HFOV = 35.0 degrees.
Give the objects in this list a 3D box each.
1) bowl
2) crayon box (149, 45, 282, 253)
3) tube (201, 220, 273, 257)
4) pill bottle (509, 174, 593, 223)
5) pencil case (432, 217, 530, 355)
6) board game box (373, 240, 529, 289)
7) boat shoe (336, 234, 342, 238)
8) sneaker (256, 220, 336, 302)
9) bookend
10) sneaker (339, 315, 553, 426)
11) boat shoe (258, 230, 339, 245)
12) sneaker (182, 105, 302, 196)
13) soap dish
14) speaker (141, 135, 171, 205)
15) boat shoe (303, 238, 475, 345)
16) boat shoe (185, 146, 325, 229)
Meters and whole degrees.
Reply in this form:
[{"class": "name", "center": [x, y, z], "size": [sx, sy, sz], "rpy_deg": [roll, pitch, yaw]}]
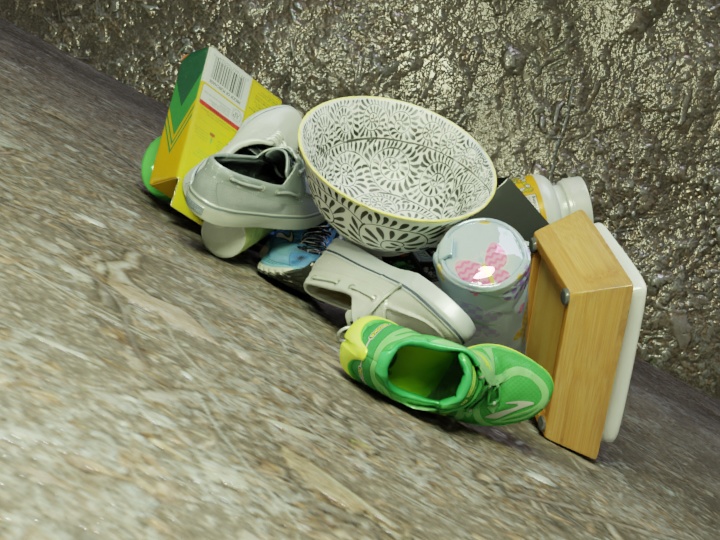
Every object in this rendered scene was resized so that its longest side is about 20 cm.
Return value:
[{"class": "bowl", "center": [0.027, -0.077, 1.125], "size": [0.198, 0.095, 0.202], "rpy_deg": [10, 39, -8]}, {"class": "crayon box", "center": [-0.164, -0.133, 1.292], "size": [0.050, 0.202, 0.127], "rpy_deg": [-8, -29, 38]}, {"class": "tube", "center": [-0.108, -0.061, 1.245], "size": [0.057, 0.052, 0.200], "rpy_deg": [-10, 10, 19]}, {"class": "pill bottle", "center": [0.197, -0.063, 1.490], "size": [0.198, 0.114, 0.113], "rpy_deg": [-11, 9, -2]}, {"class": "pencil case", "center": [0.118, 0.037, 1.102], "size": [0.090, 0.084, 0.201], "rpy_deg": [16, -33, 16]}, {"class": "board game box", "center": [0.100, 0.014, 1.226], "size": [0.198, 0.127, 0.035], "rpy_deg": [15, 25, -5]}, {"class": "boat shoe", "center": [0.000, 0.000, 1.360], "size": [0.072, 0.073, 0.200], "rpy_deg": [32, 5, 8]}, {"class": "sneaker", "center": [-0.063, -0.030, 1.234], "size": [0.078, 0.091, 0.200], "rpy_deg": [26, 7, -16]}, {"class": "bookend", "center": [0.195, -0.018, 1.337], "size": [0.199, 0.092, 0.200], "rpy_deg": [48, -1, -7]}, {"class": "sneaker", "center": [0.077, 0.094, 0.931], "size": [0.198, 0.075, 0.083], "rpy_deg": [14, 9, -27]}, {"class": "boat shoe", "center": [-0.078, -0.060, 1.413], "size": [0.083, 0.069, 0.199], "rpy_deg": [-7, -17, 33]}, {"class": "sneaker", "center": [-0.110, -0.125, 1.261], "size": [0.070, 0.200, 0.074], "rpy_deg": [-8, -61, 38]}, {"class": "soap dish", "center": [0.213, 0.063, 1.148], "size": [0.080, 0.202, 0.158], "rpy_deg": [0, 29, -9]}, {"class": "speaker", "center": [-0.179, -0.106, 1.400], "size": [0.088, 0.089, 0.200], "rpy_deg": [31, 6, 29]}, {"class": "boat shoe", "center": [0.014, 0.039, 1.064], "size": [0.201, 0.086, 0.075], "rpy_deg": [29, -18, 41]}, {"class": "boat shoe", "center": [-0.087, -0.088, 1.158], "size": [0.070, 0.072, 0.200], "rpy_deg": [44, 29, 28]}]
